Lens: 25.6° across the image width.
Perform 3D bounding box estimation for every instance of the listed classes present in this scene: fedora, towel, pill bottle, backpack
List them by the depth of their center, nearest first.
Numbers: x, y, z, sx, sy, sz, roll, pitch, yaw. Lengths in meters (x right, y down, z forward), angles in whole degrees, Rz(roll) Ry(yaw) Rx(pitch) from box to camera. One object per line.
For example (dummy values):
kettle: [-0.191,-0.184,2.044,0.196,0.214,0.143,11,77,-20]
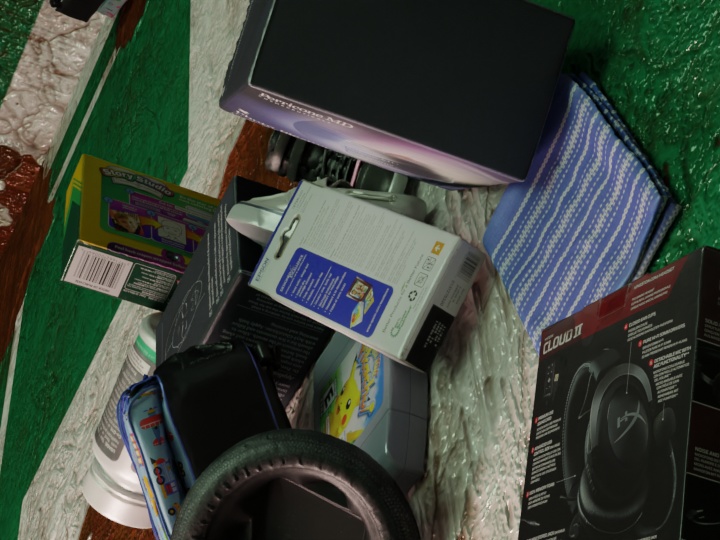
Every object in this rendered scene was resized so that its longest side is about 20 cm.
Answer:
towel: [0.130,-0.030,1.005,0.200,0.024,0.146,-108,40,-60]
fedora: [-0.038,0.203,1.104,0.202,0.199,0.092,-68,-10,10]
backpack: [-0.120,0.150,1.303,0.200,0.134,0.184,172,80,-77]
pill bottle: [-0.207,0.154,1.625,0.201,0.112,0.113,-65,20,16]
backpack: [-0.507,-0.598,3.071,0.177,0.149,0.202,-29,52,59]

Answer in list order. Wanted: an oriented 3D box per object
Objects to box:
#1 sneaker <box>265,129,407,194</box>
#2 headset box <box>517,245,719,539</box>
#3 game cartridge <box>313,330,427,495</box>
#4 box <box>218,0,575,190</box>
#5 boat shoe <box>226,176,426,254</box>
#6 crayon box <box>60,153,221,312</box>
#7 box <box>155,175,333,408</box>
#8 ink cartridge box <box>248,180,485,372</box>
sneaker: [-0.028,-0.090,1.377,0.071,0.099,0.200,-68,21,5]
headset box: [0.146,0.092,0.771,0.149,0.077,0.202,-36,39,58]
game cartridge: [0.006,0.101,1.209,0.134,0.040,0.201,-52,27,35]
box: [0.016,-0.142,1.113,0.198,0.198,0.124,-178,106,-79]
boat shoe: [-0.028,-0.045,1.306,0.199,0.072,0.066,8,68,47]
crayon box: [-0.209,-0.028,1.664,0.059,0.199,0.173,-61,22,27]
box: [-0.106,0.044,1.458,0.201,0.106,0.149,-58,23,31]
ink cartridge box: [0.000,0.000,1.179,0.199,0.037,0.095,24,85,48]
